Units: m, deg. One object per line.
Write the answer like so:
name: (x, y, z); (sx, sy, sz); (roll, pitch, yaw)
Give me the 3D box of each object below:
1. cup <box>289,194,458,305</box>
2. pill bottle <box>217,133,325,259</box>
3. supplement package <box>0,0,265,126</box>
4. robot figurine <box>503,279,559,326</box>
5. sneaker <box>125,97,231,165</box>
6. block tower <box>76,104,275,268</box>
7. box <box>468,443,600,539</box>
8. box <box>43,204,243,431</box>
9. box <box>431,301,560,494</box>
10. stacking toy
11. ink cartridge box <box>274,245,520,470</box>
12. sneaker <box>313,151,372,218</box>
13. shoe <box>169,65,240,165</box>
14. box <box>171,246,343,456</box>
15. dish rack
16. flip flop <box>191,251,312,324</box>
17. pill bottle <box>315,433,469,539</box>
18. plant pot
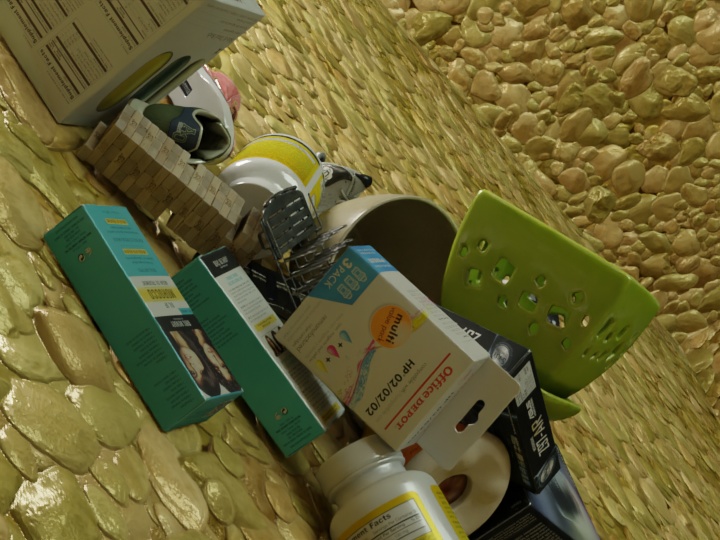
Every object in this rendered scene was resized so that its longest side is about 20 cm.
cup: (0.000, 0.000, 1.671); (0.200, 0.200, 0.143); (42, -13, -37)
pill bottle: (-0.106, -0.080, 1.627); (0.112, 0.112, 0.200); (51, 15, -9)
supplement package: (-0.235, -0.262, 1.475); (0.151, 0.200, 0.152); (56, 15, 7)
robot figurine: (0.182, 0.102, 1.815); (0.200, 0.150, 0.125); (-82, 157, -51)
sneaker: (-0.176, -0.136, 1.539); (0.090, 0.067, 0.200); (14, 2, 12)
block tower: (-0.179, -0.079, 1.443); (0.200, 0.058, 0.054); (38, 28, -14)
box: (0.166, 0.259, 1.676); (0.198, 0.123, 0.200); (42, 19, -41)
box: (-0.185, 0.038, 1.254); (0.200, 0.049, 0.082); (56, 16, 10)
box: (0.118, 0.128, 1.517); (0.160, 0.044, 0.200); (26, -30, 35)
stacking toy: (0.052, 0.182, 1.545); (0.146, 0.146, 0.200); (39, 6, -43)
ink cartridge box: (0.036, 0.084, 1.355); (0.200, 0.115, 0.068); (42, 12, 12)
sneaker: (-0.020, -0.063, 1.839); (0.200, 0.115, 0.075); (56, 15, 11)
shoe: (-0.173, -0.187, 1.738); (0.091, 0.071, 0.200); (28, 24, -46)
box: (-0.100, 0.075, 1.394); (0.200, 0.049, 0.082); (54, 15, 1)
dish rack: (-0.033, 0.009, 1.482); (0.200, 0.054, 0.153); (68, 18, -8)
flip flop: (-0.095, 0.043, 1.513); (0.200, 0.058, 0.081); (29, 31, -24)
pill bottle: (0.040, 0.252, 1.334); (0.200, 0.111, 0.111); (60, 17, 22)
plant pot: (0.186, 0.050, 1.605); (0.200, 0.182, 0.199); (34, 3, 23)
